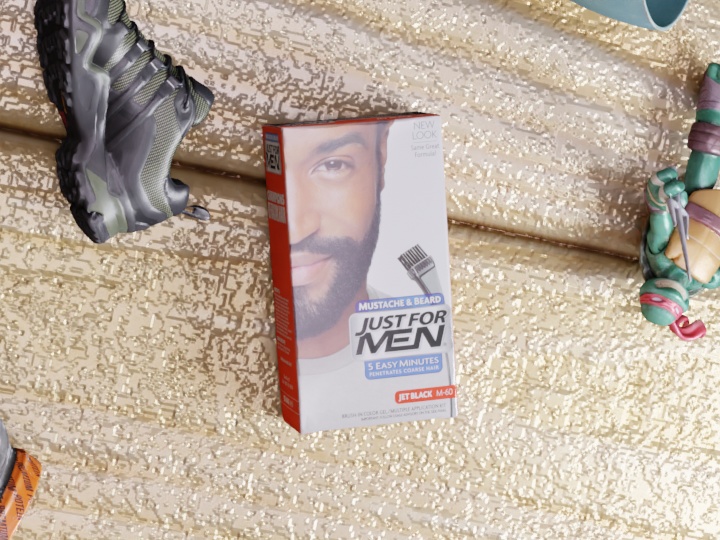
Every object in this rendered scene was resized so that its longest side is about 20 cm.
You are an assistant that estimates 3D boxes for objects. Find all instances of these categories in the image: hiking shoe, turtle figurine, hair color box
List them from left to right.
[{"bbox_3d":[-0.147,-0.122,1.492,0.100,0.076,0.201,-11,108,-22],"label":"hiking shoe"},{"bbox_3d":[0.000,0.000,1.541,0.110,0.064,0.201,-6,96,-14],"label":"hair color box"},{"bbox_3d":[0.236,-0.030,1.583,0.150,0.101,0.201,35,71,-30],"label":"turtle figurine"}]

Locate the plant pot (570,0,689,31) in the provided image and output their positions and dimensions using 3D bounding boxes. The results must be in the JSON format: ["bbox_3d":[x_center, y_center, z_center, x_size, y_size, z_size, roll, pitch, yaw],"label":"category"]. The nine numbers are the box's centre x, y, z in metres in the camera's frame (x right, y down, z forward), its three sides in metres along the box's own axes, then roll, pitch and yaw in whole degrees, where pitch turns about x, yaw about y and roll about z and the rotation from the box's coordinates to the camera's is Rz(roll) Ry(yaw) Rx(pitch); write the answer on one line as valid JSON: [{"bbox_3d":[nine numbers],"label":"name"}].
[{"bbox_3d":[0.144,-0.262,1.503,0.134,0.200,0.201,10,94,20],"label":"plant pot"}]

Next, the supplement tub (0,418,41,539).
[{"bbox_3d":[-0.304,0.108,1.441,0.200,0.123,0.123,34,87,-15],"label":"supplement tub"}]
